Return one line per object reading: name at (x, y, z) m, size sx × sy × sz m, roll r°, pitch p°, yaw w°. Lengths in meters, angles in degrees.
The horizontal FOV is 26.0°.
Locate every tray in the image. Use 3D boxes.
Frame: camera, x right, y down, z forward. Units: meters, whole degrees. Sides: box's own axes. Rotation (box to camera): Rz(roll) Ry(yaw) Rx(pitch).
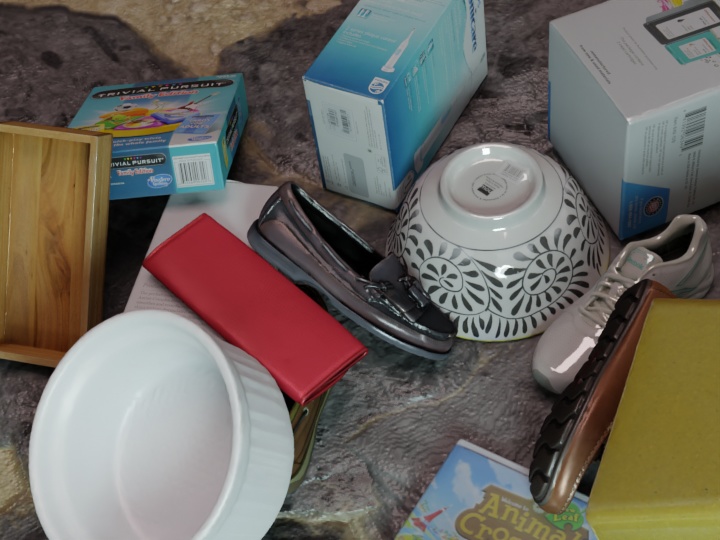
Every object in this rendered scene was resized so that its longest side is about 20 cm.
tray at (-0.267, -0.021, 1.329) m, size 0.098 × 0.202 × 0.037 m, roll 8°, pitch 12°, yaw 14°

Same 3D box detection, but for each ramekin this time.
ramekin at (-0.146, 0.137, 1.182) m, size 0.199 × 0.098 × 0.202 m, roll -8°, pitch 73°, yaw 29°

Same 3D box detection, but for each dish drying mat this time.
dish drying mat at (-0.088, 0.030, 1.270) m, size 0.077 × 0.018 × 0.200 m, roll -37°, pitch 60°, yaw -27°

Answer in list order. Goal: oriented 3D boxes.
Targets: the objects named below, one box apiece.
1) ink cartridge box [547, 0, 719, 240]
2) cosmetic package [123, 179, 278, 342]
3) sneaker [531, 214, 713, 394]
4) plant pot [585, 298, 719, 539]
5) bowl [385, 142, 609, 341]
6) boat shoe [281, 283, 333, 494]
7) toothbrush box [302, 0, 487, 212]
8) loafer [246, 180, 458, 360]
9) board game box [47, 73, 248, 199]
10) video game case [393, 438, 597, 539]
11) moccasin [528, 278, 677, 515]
ink cartridge box at (0.284, -0.154, 1.364) m, size 0.199 × 0.147 × 0.146 m, roll -20°, pitch 50°, yaw -12°
cosmetic package at (-0.136, 0.018, 1.342) m, size 0.101 × 0.074 × 0.201 m, roll 7°, pitch 50°, yaw 14°
sneaker at (0.214, 0.022, 1.281) m, size 0.200 × 0.081 × 0.070 m, roll -39°, pitch 57°, yaw -20°
plant pot at (0.301, 0.140, 1.049) m, size 0.199 × 0.196 × 0.195 m, roll -9°, pitch 43°, yaw 39°
bowl at (0.115, -0.046, 1.342) m, size 0.199 × 0.095 × 0.202 m, roll -4°, pitch 51°, yaw 5°
boat shoe at (-0.058, 0.083, 1.278) m, size 0.071 × 0.068 × 0.201 m, roll -2°, pitch 51°, yaw 7°
toothbrush box at (0.038, -0.180, 1.428) m, size 0.085 × 0.147 × 0.201 m, roll 20°, pitch 57°, yaw 23°
loafer at (0.000, 0.000, 1.295) m, size 0.199 × 0.063 × 0.072 m, roll 32°, pitch 22°, yaw 4°
board game box at (-0.189, -0.125, 1.428) m, size 0.150 × 0.047 × 0.200 m, roll -5°, pitch 24°, yaw 5°
video game case at (0.116, 0.235, 1.158) m, size 0.199 × 0.022 × 0.182 m, roll 22°, pitch 57°, yaw 24°
moccasin at (0.196, 0.104, 1.196) m, size 0.078 × 0.074 × 0.202 m, roll 37°, pitch 62°, yaw -6°
